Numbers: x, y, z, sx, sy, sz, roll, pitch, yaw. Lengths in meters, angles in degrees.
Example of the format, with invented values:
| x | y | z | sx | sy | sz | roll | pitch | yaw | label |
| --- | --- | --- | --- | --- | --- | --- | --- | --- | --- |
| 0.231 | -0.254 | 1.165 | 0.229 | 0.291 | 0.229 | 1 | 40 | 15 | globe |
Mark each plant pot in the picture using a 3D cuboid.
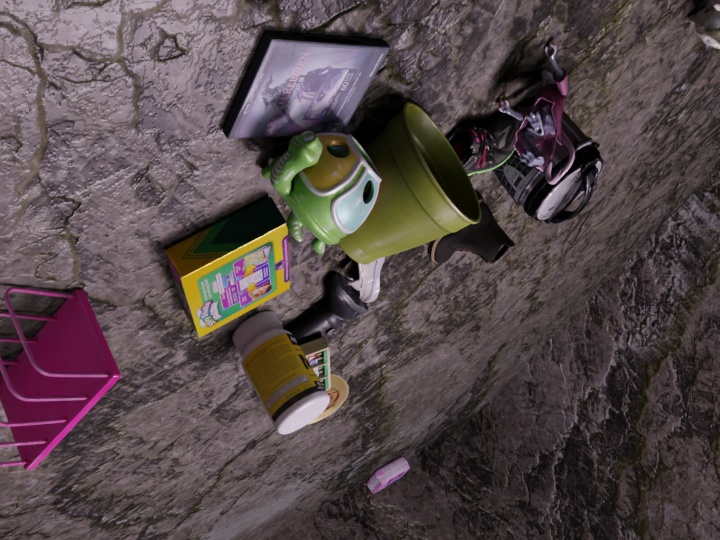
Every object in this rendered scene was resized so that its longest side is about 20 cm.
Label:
| x | y | z | sx | sy | sz | roll | pitch | yaw | label |
| --- | --- | --- | --- | --- | --- | --- | --- | --- | --- |
| 0.050 | -0.111 | 1.115 | 0.191 | 0.204 | 0.199 | -32 | 161 | 23 | plant pot |

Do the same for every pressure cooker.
| x | y | z | sx | sy | sz | roll | pitch | yaw | label |
| --- | --- | --- | --- | --- | --- | --- | --- | --- | --- |
| 0.348 | -0.193 | 1.361 | 0.178 | 0.202 | 0.175 | -41 | 160 | 14 | pressure cooker |

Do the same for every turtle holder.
| x | y | z | sx | sy | sz | roll | pitch | yaw | label |
| --- | --- | --- | --- | --- | --- | --- | --- | --- | --- |
| -0.054 | -0.125 | 0.984 | 0.130 | 0.142 | 0.186 | -33 | 128 | 11 | turtle holder |

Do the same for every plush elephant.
| x | y | z | sx | sy | sz | roll | pitch | yaw | label |
| --- | --- | --- | --- | --- | --- | --- | --- | --- | --- |
| 0.704 | -0.495 | 1.399 | 0.151 | 0.166 | 0.204 | -1 | 119 | 5 | plush elephant |

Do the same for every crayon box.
| x | y | z | sx | sy | sz | roll | pitch | yaw | label |
| --- | --- | --- | --- | --- | --- | --- | --- | --- | --- |
| -0.193 | 0.000 | 1.115 | 0.170 | 0.059 | 0.201 | -28 | 156 | -18 | crayon box |

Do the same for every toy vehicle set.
| x | y | z | sx | sy | sz | roll | pitch | yaw | label |
| --- | --- | --- | --- | --- | --- | --- | --- | --- | --- |
| -0.123 | 0.215 | 1.535 | 0.122 | 0.027 | 0.202 | -20 | 149 | -13 | toy vehicle set |

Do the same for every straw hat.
| x | y | z | sx | sy | sz | roll | pitch | yaw | label |
| --- | --- | --- | --- | --- | --- | --- | --- | --- | --- |
| -0.130 | 0.269 | 1.705 | 0.197 | 0.086 | 0.204 | -17 | 140 | -15 | straw hat |

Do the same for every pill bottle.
| x | y | z | sx | sy | sz | roll | pitch | yaw | label |
| --- | --- | --- | --- | --- | --- | --- | --- | --- | --- |
| -0.150 | 0.184 | 1.354 | 0.113 | 0.202 | 0.115 | -29 | 158 | -13 | pill bottle |

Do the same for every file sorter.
| x | y | z | sx | sy | sz | roll | pitch | yaw | label |
| --- | --- | --- | --- | --- | --- | --- | --- | --- | --- |
| -0.428 | 0.136 | 0.925 | 0.200 | 0.140 | 0.125 | -43 | 154 | 17 | file sorter |

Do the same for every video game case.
| x | y | z | sx | sy | sz | roll | pitch | yaw | label |
| --- | --- | --- | --- | --- | --- | --- | --- | --- | --- |
| -0.064 | -0.226 | 0.915 | 0.198 | 0.019 | 0.144 | -15 | 149 | -45 | video game case |

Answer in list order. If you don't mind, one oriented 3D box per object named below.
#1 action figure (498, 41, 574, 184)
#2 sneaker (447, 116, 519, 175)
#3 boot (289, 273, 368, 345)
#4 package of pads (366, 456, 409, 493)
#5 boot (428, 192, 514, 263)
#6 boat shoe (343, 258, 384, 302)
| x | y | z | sx | sy | sz | roll | pitch | yaw | label |
| --- | --- | --- | --- | --- | --- | --- | --- | --- | --- |
| 0.318 | -0.271 | 1.230 | 0.134 | 0.148 | 0.202 | -45 | -169 | 45 | action figure |
| 0.199 | -0.211 | 1.266 | 0.197 | 0.077 | 0.084 | -31 | 162 | -17 | sneaker |
| -0.093 | 0.100 | 1.475 | 0.197 | 0.067 | 0.165 | -32 | 151 | 7 | boot |
| 0.132 | 0.979 | 3.543 | 0.197 | 0.076 | 0.121 | -18 | 154 | -38 | package of pads |
| 0.229 | -0.045 | 1.558 | 0.076 | 0.140 | 0.201 | -20 | 154 | -34 | boot |
| 0.000 | 0.000 | 1.407 | 0.068 | 0.072 | 0.201 | -12 | 152 | -14 | boat shoe |
